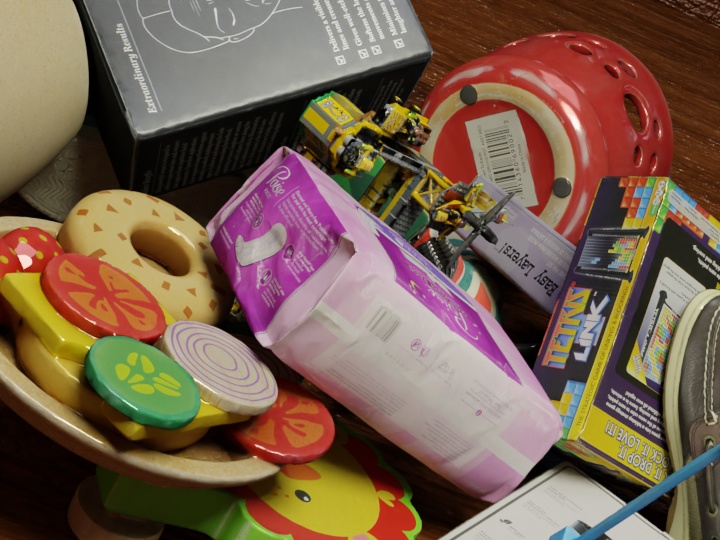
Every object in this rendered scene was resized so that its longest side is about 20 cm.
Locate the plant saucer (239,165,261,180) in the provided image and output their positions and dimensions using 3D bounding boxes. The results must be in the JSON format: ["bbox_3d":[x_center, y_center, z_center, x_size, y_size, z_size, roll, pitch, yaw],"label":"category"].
[{"bbox_3d":[-0.065,-0.076,0.938,0.200,0.036,0.200,50,2,-3],"label":"plant saucer"}]

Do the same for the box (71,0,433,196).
[{"bbox_3d":[-0.079,-0.153,0.797,0.199,0.107,0.149,-18,76,-19],"label":"box"}]

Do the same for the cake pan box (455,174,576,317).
[{"bbox_3d":[0.171,0.030,0.903,0.200,0.052,0.184,37,8,-38],"label":"cake pan box"}]

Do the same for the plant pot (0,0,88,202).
[{"bbox_3d":[-0.240,-0.120,0.732,0.134,0.201,0.200,-11,40,-30],"label":"plant pot"}]

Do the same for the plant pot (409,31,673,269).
[{"bbox_3d":[0.147,-0.100,1.067,0.200,0.201,0.182,34,28,21],"label":"plant pot"}]

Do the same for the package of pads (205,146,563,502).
[{"bbox_3d":[0.017,0.033,0.664,0.200,0.076,0.121,39,11,-38],"label":"package of pads"}]

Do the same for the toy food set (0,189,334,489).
[{"bbox_3d":[-0.104,0.030,0.595,0.198,0.049,0.200,43,20,23],"label":"toy food set"}]

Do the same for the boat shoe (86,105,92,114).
[{"bbox_3d":[-0.216,-0.141,0.973,0.075,0.074,0.200,29,25,12],"label":"boat shoe"}]

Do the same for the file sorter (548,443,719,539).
[{"bbox_3d":[0.175,0.194,0.512,0.200,0.123,0.139,44,34,-6],"label":"file sorter"}]

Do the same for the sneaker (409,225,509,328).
[{"bbox_3d":[0.064,0.012,0.949,0.094,0.070,0.200,50,6,-17],"label":"sneaker"}]

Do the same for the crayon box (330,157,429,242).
[{"bbox_3d":[-0.034,-0.106,0.947,0.200,0.051,0.127,50,1,-11],"label":"crayon box"}]

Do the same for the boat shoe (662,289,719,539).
[{"bbox_3d":[0.217,0.112,0.710,0.073,0.202,0.065,-4,5,-36],"label":"boat shoe"}]

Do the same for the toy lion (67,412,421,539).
[{"bbox_3d":[-0.062,0.096,0.671,0.191,0.069,0.200,18,24,-29],"label":"toy lion"}]

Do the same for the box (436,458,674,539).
[{"bbox_3d":[0.095,0.179,0.635,0.116,0.060,0.200,36,28,24],"label":"box"}]

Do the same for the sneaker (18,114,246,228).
[{"bbox_3d":[-0.180,-0.090,0.897,0.199,0.077,0.111,4,37,-44],"label":"sneaker"}]

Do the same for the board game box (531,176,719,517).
[{"bbox_3d":[0.198,0.060,0.768,0.200,0.166,0.057,32,-15,-36],"label":"board game box"}]

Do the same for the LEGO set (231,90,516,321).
[{"bbox_3d":[0.000,0.000,0.772,0.116,0.200,0.154,45,9,35],"label":"LEGO set"}]

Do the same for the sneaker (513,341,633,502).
[{"bbox_3d":[0.137,0.092,0.821,0.199,0.079,0.075,19,26,-11],"label":"sneaker"}]
